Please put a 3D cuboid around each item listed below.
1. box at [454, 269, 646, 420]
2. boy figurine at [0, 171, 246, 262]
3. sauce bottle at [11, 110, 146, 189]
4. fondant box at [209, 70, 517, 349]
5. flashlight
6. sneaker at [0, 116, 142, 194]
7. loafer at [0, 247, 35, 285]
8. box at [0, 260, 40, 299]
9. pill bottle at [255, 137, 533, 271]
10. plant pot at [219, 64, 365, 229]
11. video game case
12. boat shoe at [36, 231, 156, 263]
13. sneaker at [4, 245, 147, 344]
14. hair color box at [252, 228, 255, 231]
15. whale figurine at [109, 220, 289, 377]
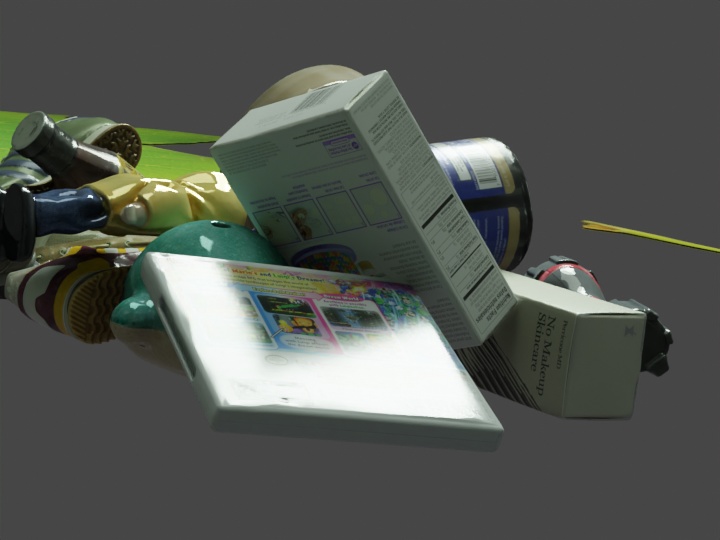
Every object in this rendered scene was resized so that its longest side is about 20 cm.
[{"bbox_3d":[0.118,0.050,1.627,0.068,0.082,0.200,2,8,-33],"label":"box"},{"bbox_3d":[-0.177,-0.040,1.628,0.200,0.065,0.124,-2,1,-36],"label":"boy figurine"},{"bbox_3d":[-0.218,-0.066,1.912,0.066,0.066,0.200,16,-18,49],"label":"sauce bottle"},{"bbox_3d":[0.002,-0.032,1.578,0.144,0.200,0.058,-11,26,44],"label":"fondant box"},{"bbox_3d":[0.195,0.035,1.843,0.068,0.068,0.200,6,7,-15],"label":"flashlight"},{"bbox_3d":[-0.293,-0.074,1.955,0.200,0.067,0.090,-36,34,-22],"label":"sneaker"},{"bbox_3d":[-0.332,-0.024,1.680,0.200,0.070,0.075,-12,51,-42],"label":"loafer"},{"bbox_3d":[-0.373,-0.022,1.775,0.200,0.036,0.143,1,25,-31],"label":"box"},{"bbox_3d":[0.025,-0.040,1.725,0.200,0.112,0.112,-8,14,-26],"label":"pill bottle"},{"bbox_3d":[-0.006,-0.066,2.064,0.200,0.200,0.173,0,28,-40],"label":"plant pot"},{"bbox_3d":[-0.027,0.052,1.434,0.200,0.024,0.182,6,29,-26],"label":"video game case"},{"bbox_3d":[-0.182,-0.007,1.878,0.200,0.063,0.073,10,-37,-2],"label":"boat shoe"},{"bbox_3d":[-0.180,0.008,1.692,0.090,0.075,0.200,19,13,33],"label":"sneaker"},{"bbox_3d":[0.000,0.000,1.828,0.200,0.065,0.109,5,-14,-24],"label":"hair color box"},{"bbox_3d":[-0.094,0.025,1.540,0.159,0.104,0.200,5,10,-17],"label":"whale figurine"}]
